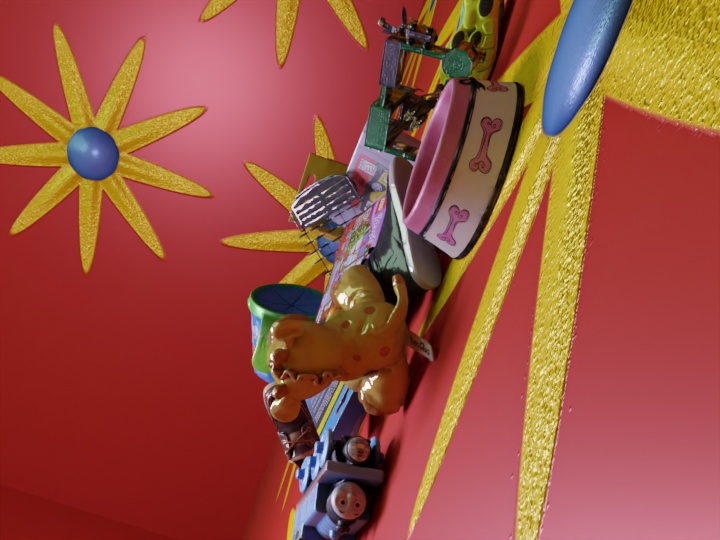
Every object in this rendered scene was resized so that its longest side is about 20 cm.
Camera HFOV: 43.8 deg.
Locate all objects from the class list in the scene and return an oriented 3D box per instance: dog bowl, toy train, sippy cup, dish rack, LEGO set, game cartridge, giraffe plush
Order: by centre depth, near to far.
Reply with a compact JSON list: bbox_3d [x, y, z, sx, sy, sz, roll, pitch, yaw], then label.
[{"bbox_3d":[0.105,-0.119,0.976,0.200,0.073,0.203,-161,90,-86],"label":"dog bowl"},{"bbox_3d":[-0.034,0.092,0.995,0.200,0.160,0.175,175,83,-68],"label":"giraffe plush"},{"bbox_3d":[-0.028,0.266,1.061,0.201,0.085,0.116,119,159,-57],"label":"toy train"},{"bbox_3d":[0.088,-0.231,1.159,0.116,0.152,0.203,-52,-32,-55],"label":"LEGO set"},{"bbox_3d":[-0.115,0.105,1.411,0.139,0.176,0.132,32,120,47],"label":"sippy cup"},{"bbox_3d":[0.037,-0.130,1.423,0.201,0.132,0.041,-66,-4,38],"label":"game cartridge"},{"bbox_3d":[-0.032,-0.047,1.437,0.152,0.202,0.054,-27,6,34],"label":"dish rack"}]

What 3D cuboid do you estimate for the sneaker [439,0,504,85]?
[{"bbox_3d":[0.160,-0.319,1.203,0.083,0.073,0.203,27,-103,-70],"label":"sneaker"}]

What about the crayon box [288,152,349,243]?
[{"bbox_3d":[-0.012,-0.109,1.530,0.051,0.197,0.129,137,152,-81],"label":"crayon box"}]

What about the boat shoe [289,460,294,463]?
[{"bbox_3d":[-0.063,0.222,1.404,0.072,0.060,0.204,-37,-36,-68],"label":"boat shoe"}]

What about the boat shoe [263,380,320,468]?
[{"bbox_3d":[-0.084,0.254,1.339,0.072,0.071,0.202,-103,-10,-66],"label":"boat shoe"}]

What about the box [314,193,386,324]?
[{"bbox_3d":[0.000,0.000,1.240,0.137,0.039,0.202,-35,32,52],"label":"box"}]

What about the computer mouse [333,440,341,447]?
[{"bbox_3d":[-0.017,0.228,1.391,0.059,0.034,0.202,-64,-10,-62],"label":"computer mouse"}]

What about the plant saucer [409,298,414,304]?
[{"bbox_3d":[0.069,-0.016,1.224,0.201,0.038,0.204,-162,89,-85],"label":"plant saucer"}]

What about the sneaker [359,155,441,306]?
[{"bbox_3d":[0.038,-0.046,1.105,0.099,0.070,0.202,-34,48,36],"label":"sneaker"}]

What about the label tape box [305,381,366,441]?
[{"bbox_3d":[-0.013,0.152,1.235,0.146,0.063,0.200,-64,19,11],"label":"label tape box"}]
